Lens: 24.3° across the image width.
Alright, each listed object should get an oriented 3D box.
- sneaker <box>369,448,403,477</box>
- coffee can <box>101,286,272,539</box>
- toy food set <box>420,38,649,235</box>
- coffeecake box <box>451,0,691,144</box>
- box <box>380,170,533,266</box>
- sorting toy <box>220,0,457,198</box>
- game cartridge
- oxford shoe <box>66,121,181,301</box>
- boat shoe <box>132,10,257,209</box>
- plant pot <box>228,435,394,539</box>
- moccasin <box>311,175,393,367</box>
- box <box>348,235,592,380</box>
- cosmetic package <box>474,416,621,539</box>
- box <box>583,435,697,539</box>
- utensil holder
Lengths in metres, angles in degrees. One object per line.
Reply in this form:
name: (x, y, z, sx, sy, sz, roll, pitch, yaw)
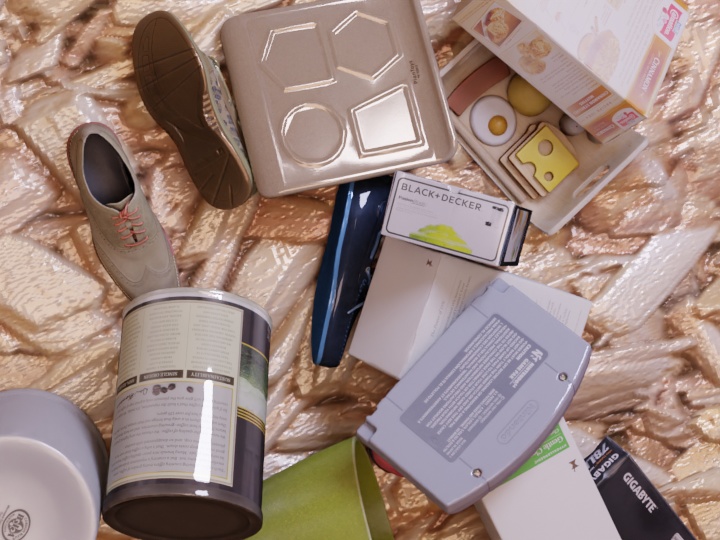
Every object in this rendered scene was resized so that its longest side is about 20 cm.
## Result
sneaker: (0.109, 0.184, 1.673, 0.198, 0.087, 0.074, 10, 93, -11)
coffee can: (-0.158, 0.137, 1.551, 0.145, 0.147, 0.202, 7, 63, -10)
toy food set: (0.174, -0.154, 1.666, 0.143, 0.060, 0.200, -43, 100, -4)
coffeecake box: (0.207, -0.247, 1.617, 0.200, 0.073, 0.154, 37, 56, -15)
box: (0.094, -0.047, 1.579, 0.116, 0.200, 0.061, 16, 93, 9)
sorting toy: (-0.022, -0.173, 1.622, 0.198, 0.036, 0.187, -13, 77, -7)
game cartridge: (0.109, 0.116, 1.502, 0.133, 0.041, 0.200, 37, 75, 26)
oxford shoe: (-0.228, -0.044, 1.598, 0.070, 0.075, 0.201, -27, 100, -7)
boat shoe: (-0.158, -0.155, 1.614, 0.073, 0.063, 0.201, -20, 97, 20)
plant pot: (-0.074, 0.277, 1.618, 0.198, 0.187, 0.189, -16, 98, 5)
moccasin: (0.000, 0.000, 1.641, 0.068, 0.080, 0.202, 12, 94, -15)
box: (0.107, 0.056, 1.621, 0.199, 0.097, 0.125, 17, 93, -35)
cosmetic package: (0.165, 0.216, 1.567, 0.107, 0.085, 0.201, -29, 100, -6)
box: (0.236, 0.300, 1.691, 0.198, 0.050, 0.200, -42, 125, -3)
utensil holder: (-0.316, 0.210, 1.540, 0.168, 0.200, 0.172, -1, 96, -8)
